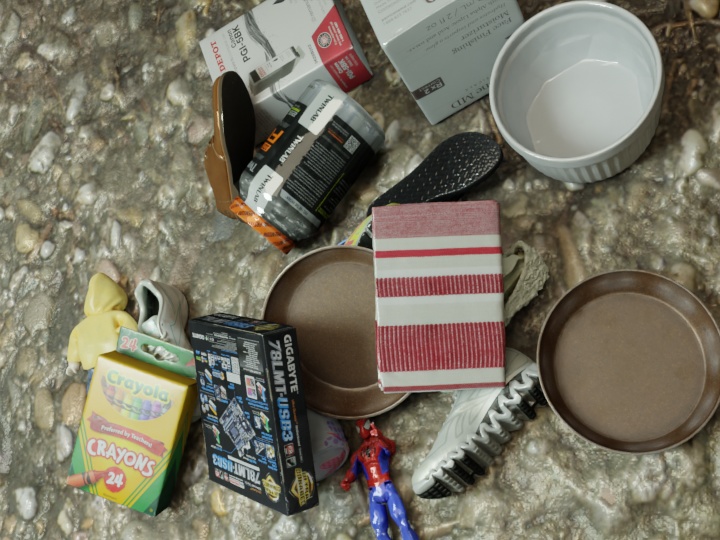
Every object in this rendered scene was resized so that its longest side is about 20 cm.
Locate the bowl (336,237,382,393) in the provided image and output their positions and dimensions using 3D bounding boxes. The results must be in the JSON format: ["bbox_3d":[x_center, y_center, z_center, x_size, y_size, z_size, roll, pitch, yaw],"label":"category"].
[{"bbox_3d":[0.021,0.051,1.254,0.197,0.039,0.204,-8,69,21],"label":"bowl"}]

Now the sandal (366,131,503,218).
[{"bbox_3d":[0.094,-0.103,1.282,0.199,0.045,0.076,-33,55,26],"label":"sandal"}]

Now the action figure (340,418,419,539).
[{"bbox_3d":[0.019,0.252,1.153,0.064,0.099,0.203,-23,62,12],"label":"action figure"}]

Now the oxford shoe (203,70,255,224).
[{"bbox_3d":[-0.177,-0.159,1.346,0.070,0.071,0.204,12,117,29],"label":"oxford shoe"}]

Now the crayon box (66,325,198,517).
[{"bbox_3d":[-0.276,0.184,1.277,0.125,0.051,0.204,16,96,11],"label":"crayon box"}]

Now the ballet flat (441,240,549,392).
[{"bbox_3d":[0.135,0.044,1.166,0.071,0.072,0.200,31,70,29],"label":"ballet flat"}]

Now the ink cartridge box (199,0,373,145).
[{"bbox_3d":[-0.103,-0.286,1.403,0.198,0.083,0.149,-29,64,11],"label":"ink cartridge box"}]

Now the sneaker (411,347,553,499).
[{"bbox_3d":[0.126,0.171,1.153,0.200,0.075,0.081,-45,53,-6],"label":"sneaker"}]

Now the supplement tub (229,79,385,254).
[{"bbox_3d":[-0.070,-0.129,1.310,0.122,0.122,0.201,36,87,29],"label":"supplement tub"}]

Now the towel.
[{"bbox_3d":[0.085,0.028,1.122,0.141,0.023,0.204,-2,89,-2],"label":"towel"}]

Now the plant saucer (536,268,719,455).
[{"bbox_3d":[0.288,0.099,1.107,0.196,0.035,0.204,-3,70,8],"label":"plant saucer"}]

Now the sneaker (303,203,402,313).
[{"bbox_3d":[0.000,0.000,1.225,0.078,0.091,0.200,39,109,-10],"label":"sneaker"}]

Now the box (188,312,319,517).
[{"bbox_3d":[-0.126,0.157,1.176,0.199,0.049,0.202,3,103,57],"label":"box"}]

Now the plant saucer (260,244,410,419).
[{"bbox_3d":[-0.015,0.067,1.175,0.196,0.037,0.204,2,104,7],"label":"plant saucer"}]

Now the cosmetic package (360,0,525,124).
[{"bbox_3d":[0.099,-0.322,1.262,0.163,0.200,0.167,-28,62,11],"label":"cosmetic package"}]

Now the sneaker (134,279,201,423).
[{"bbox_3d":[-0.251,0.102,1.330,0.070,0.080,0.203,-26,65,10],"label":"sneaker"}]

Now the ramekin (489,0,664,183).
[{"bbox_3d":[0.257,-0.199,1.205,0.197,0.105,0.204,-7,69,20],"label":"ramekin"}]

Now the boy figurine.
[{"bbox_3d":[-0.340,0.103,1.377,0.123,0.064,0.203,-22,64,15],"label":"boy figurine"}]

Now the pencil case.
[{"bbox_3d":[-0.089,0.157,1.239,0.091,0.083,0.201,-46,58,24],"label":"pencil case"}]
